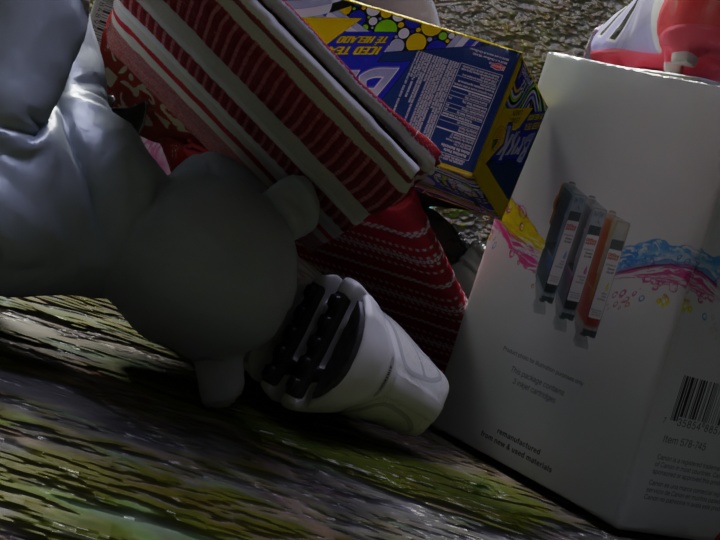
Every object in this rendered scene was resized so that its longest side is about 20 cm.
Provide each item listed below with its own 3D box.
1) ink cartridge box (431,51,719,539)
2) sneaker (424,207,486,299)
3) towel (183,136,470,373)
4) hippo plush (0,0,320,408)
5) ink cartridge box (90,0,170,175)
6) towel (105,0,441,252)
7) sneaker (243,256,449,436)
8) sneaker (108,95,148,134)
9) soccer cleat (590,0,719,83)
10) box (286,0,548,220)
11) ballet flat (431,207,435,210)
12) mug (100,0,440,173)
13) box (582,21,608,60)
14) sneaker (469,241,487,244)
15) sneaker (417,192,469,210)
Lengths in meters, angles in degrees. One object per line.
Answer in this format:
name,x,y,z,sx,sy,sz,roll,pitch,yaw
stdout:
ink cartridge box,0.154,0.013,0.750,0.144,0.202,0.144,15,6,-37
sneaker,0.051,0.027,0.917,0.076,0.091,0.200,49,-3,-17
towel,0.000,0.000,0.814,0.144,0.023,0.201,19,-25,33
hippo plush,-0.097,-0.039,0.637,0.159,0.161,0.200,17,4,-12
ink cartridge box,-0.145,-0.119,1.129,0.043,0.198,0.200,22,6,26
towel,-0.044,-0.075,0.635,0.144,0.023,0.200,45,-14,-6
sneaker,-0.032,0.027,0.738,0.081,0.076,0.200,28,3,-37
sneaker,-0.223,-0.082,0.968,0.199,0.105,0.060,22,7,38
soccer cleat,0.164,-0.129,0.769,0.066,0.077,0.200,16,3,-3
box,-0.015,-0.093,0.746,0.198,0.065,0.070,21,-8,22
ballet flat,-0.008,-0.006,1.030,0.069,0.070,0.200,20,19,21
mug,-0.075,-0.111,0.917,0.199,0.178,0.134,10,-30,50
box,0.215,-0.078,0.869,0.199,0.039,0.041,36,38,22
sneaker,0.092,0.026,1.086,0.076,0.085,0.199,22,6,37
sneaker,0.006,-0.055,0.959,0.199,0.082,0.073,11,-33,43
